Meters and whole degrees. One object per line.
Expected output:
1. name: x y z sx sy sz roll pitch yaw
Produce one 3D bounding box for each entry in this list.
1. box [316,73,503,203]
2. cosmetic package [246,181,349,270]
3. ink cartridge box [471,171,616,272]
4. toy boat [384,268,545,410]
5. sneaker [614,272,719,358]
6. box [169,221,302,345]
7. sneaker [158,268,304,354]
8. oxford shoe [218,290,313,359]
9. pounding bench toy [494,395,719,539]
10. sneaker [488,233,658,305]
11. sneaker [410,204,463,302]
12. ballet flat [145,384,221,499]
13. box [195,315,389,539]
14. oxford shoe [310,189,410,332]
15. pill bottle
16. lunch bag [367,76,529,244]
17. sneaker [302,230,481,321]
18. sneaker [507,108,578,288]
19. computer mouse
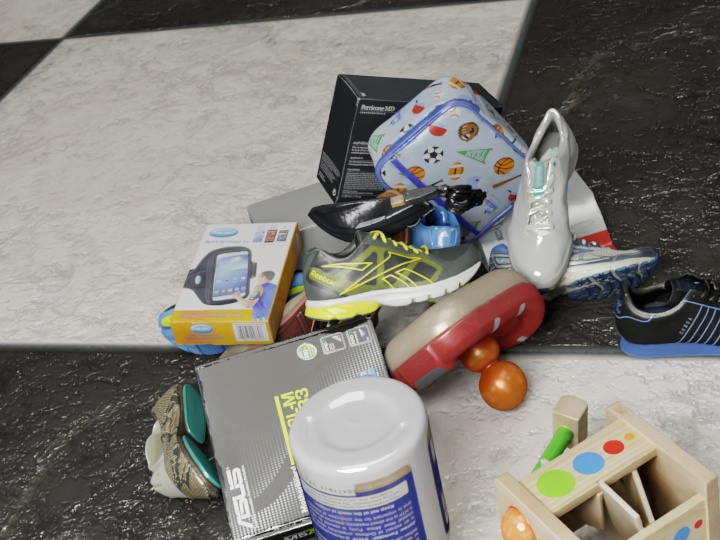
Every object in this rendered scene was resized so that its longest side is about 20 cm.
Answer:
1. box: 0.060 -0.158 1.441 0.197 0.143 0.079 0 34 -25
2. cosmetic package: -0.039 -0.059 1.527 0.198 0.091 0.107 -20 35 -5
3. ink cartridge box: 0.223 -0.045 1.445 0.158 0.048 0.201 -16 32 -4
4. toy boat: 0.128 0.087 1.232 0.199 0.131 0.130 -26 -12 -48
5. sneaker: 0.369 0.042 1.236 0.197 0.079 0.070 -8 33 9
6. box: -0.141 0.005 1.380 0.117 0.042 0.201 -1 42 12
7. sneaker: -0.151 0.044 1.437 0.197 0.072 0.083 -19 27 -17
8. oxford shoe: -0.087 0.060 1.382 0.074 0.071 0.199 18 44 42
9. pounding bench toy: 0.184 0.207 1.016 0.155 0.125 0.200 -26 35 -18
10. sneaker: 0.238 -0.014 1.338 0.197 0.077 0.086 -8 67 4
11. sneaker: 0.086 -0.027 1.372 0.075 0.107 0.200 -1 8 -12
12. ballet flat: -0.191 0.194 1.239 0.075 0.068 0.200 -37 29 3
13. box: -0.054 0.162 1.172 0.191 0.048 0.202 -14 59 -5
14. oxford shoe: 0.000 0.000 1.329 0.071 0.071 0.202 19 89 44
15. pill bottle: 0.015 0.204 1.012 0.118 0.202 0.120 -9 33 6
16. lunch bag: 0.111 -0.121 1.387 0.160 0.200 0.076 -39 39 17
17. sneaker: 0.032 -0.006 1.225 0.197 0.086 0.074 -15 8 -11
18. sneaker: 0.200 -0.083 1.302 0.074 0.089 0.203 3 67 15
19. computer mouse: 0.034 -0.057 1.245 0.197 0.047 0.140 -7 -1 10
